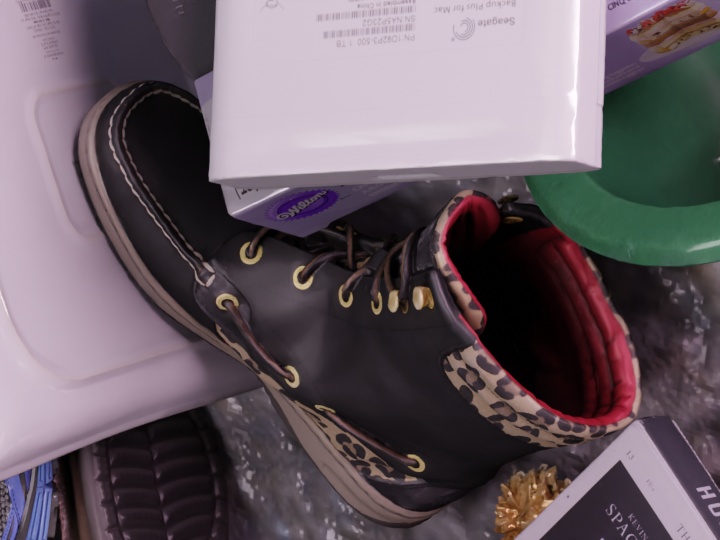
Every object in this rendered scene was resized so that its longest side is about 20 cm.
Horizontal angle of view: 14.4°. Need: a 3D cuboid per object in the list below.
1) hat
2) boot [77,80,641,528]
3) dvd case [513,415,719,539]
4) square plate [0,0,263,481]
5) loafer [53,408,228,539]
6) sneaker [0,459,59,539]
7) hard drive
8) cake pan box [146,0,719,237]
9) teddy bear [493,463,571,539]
[{"bbox_3d":[0.163,-0.030,0.949,0.165,0.176,0.201,-6,59,39],"label":"hat"},{"bbox_3d":[0.000,0.000,1.004,0.200,0.073,0.150,53,148,-10],"label":"boot"},{"bbox_3d":[0.079,0.169,0.984,0.200,0.025,0.151,-49,61,33],"label":"dvd case"},{"bbox_3d":[-0.107,-0.037,1.049,0.028,0.200,0.200,-18,89,34],"label":"square plate"},{"bbox_3d":[-0.095,0.131,1.147,0.071,0.073,0.202,-22,73,41],"label":"loafer"},{"bbox_3d":[-0.177,0.116,1.141,0.201,0.078,0.075,-63,27,22],"label":"sneaker"},{"bbox_3d":[0.015,-0.129,0.886,0.131,0.026,0.202,-2,82,31],"label":"hard drive"},{"bbox_3d":[0.018,-0.130,0.929,0.199,0.052,0.185,-24,69,27],"label":"cake pan box"},{"bbox_3d":[0.087,0.168,1.025,0.144,0.067,0.201,23,113,29],"label":"teddy bear"}]
